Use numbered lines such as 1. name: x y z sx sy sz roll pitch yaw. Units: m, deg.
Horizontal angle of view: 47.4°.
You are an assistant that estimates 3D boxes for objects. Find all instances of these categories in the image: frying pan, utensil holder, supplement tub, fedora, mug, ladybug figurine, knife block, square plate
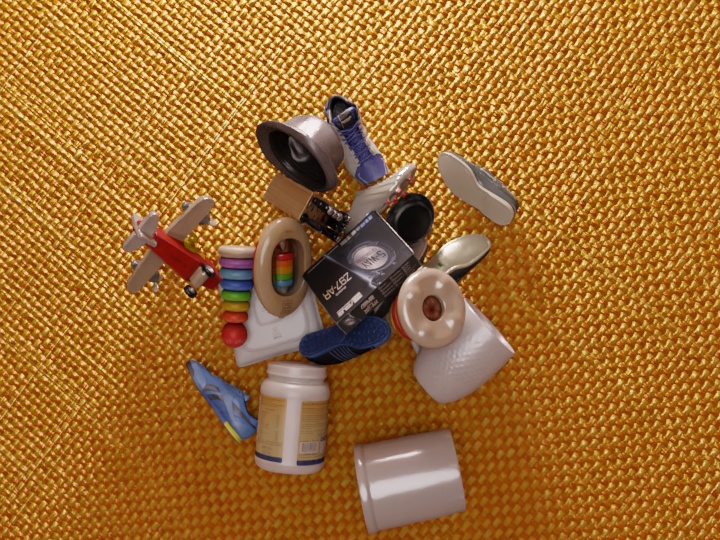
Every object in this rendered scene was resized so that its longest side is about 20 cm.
1. frying pan: 0.087 -0.066 1.663 0.113 0.031 0.194 20 84 35
2. utensil holder: 0.095 0.408 1.609 0.195 0.170 0.175 -12 88 1
3. supplement tub: -0.134 0.290 1.634 0.140 0.144 0.206 5 89 3
4. fedora: -0.108 -0.250 1.647 0.197 0.179 0.091 28 64 28
5. mug: 0.179 0.151 1.629 0.175 0.147 0.201 -44 65 9
6. ladybug figurine: -0.162 -0.007 1.633 0.071 0.133 0.206 17 106 47
7. knife block: -0.110 -0.128 1.627 0.197 0.176 0.065 32 90 4
8. square plate: -0.187 0.079 1.700 0.195 0.028 0.203 -15 87 3

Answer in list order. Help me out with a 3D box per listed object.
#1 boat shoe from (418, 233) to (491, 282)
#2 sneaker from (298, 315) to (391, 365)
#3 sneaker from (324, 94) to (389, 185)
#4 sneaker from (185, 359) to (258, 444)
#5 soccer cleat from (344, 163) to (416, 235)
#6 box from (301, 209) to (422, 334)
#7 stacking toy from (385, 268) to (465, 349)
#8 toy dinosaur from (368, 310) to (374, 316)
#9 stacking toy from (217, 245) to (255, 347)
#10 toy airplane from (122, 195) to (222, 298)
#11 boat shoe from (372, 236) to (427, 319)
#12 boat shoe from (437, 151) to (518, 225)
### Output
1. boat shoe: 0.181 -0.004 1.669 0.198 0.068 0.072 -36 58 -11
2. sneaker: -0.023 0.143 1.646 0.195 0.078 0.072 -12 65 19
3. sneaker: -0.020 -0.270 1.655 0.079 0.115 0.203 -29 87 3
4. sneaker: -0.280 0.255 1.688 0.078 0.066 0.201 -38 87 -10
5. soccer cleat: 0.032 -0.151 1.670 0.200 0.069 0.078 -46 75 7
6. box: 0.000 0.000 1.587 0.199 0.044 0.161 -41 47 1
7. stacking toy: 0.100 0.083 1.590 0.143 0.199 0.150 4 79 -24
8. toy dinosaur: 0.013 0.021 1.631 0.200 0.077 0.102 -47 57 6
9. stacking toy: -0.248 0.054 1.656 0.083 0.085 0.206 2 95 3
10. toy airplane: -0.384 -0.051 1.658 0.194 0.142 0.204 -5 117 -7
11. boat shoe: 0.073 0.020 1.680 0.201 0.057 0.067 -51 51 -3
12. boat shoe: 0.241 -0.175 1.676 0.199 0.073 0.062 42 48 10
